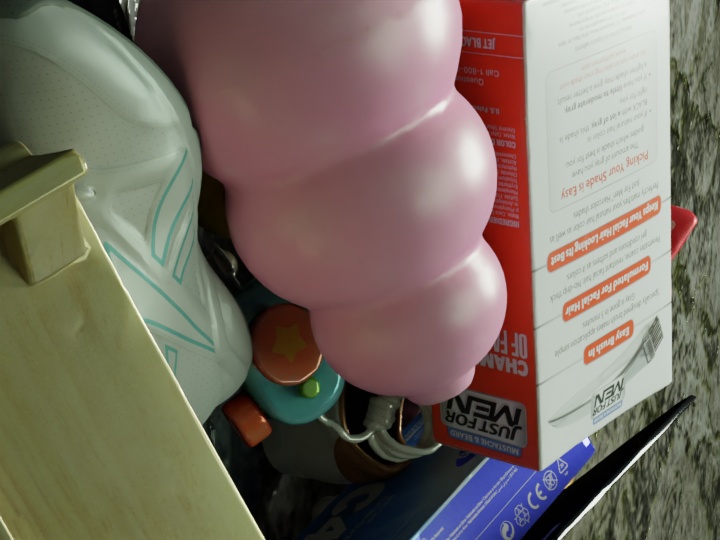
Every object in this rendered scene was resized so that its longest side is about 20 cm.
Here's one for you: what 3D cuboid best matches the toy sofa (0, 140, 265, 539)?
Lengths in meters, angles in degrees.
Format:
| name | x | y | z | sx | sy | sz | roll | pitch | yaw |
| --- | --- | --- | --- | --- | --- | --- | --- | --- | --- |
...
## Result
| name | x | y | z | sx | sy | sz | roll | pitch | yaw |
| --- | --- | --- | --- | --- | --- | --- | --- | --- | --- |
| toy sofa | -0.092 | 0.065 | 0.591 | 0.083 | 0.097 | 0.201 | -33 | 105 | -21 |

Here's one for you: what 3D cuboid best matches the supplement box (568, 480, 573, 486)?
| name | x | y | z | sx | sy | sz | roll | pitch | yaw |
| --- | --- | --- | --- | --- | --- | --- | --- | --- | --- |
| supplement box | 0.076 | 0.115 | 1.028 | 0.066 | 0.069 | 0.201 | 29 | 72 | -20 |

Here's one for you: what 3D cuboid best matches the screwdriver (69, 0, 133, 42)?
| name | x | y | z | sx | sy | sz | roll | pitch | yaw |
| --- | --- | --- | --- | --- | --- | --- | --- | --- | --- |
| screwdriver | -0.088 | -0.030 | 0.738 | 0.029 | 0.028 | 0.201 | -107 | -175 | -56 |

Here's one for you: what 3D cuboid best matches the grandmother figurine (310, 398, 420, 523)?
| name | x | y | z | sx | sy | sz | roll | pitch | yaw |
| --- | --- | --- | --- | --- | --- | --- | --- | --- | --- |
| grandmother figurine | 0.023 | 0.079 | 0.972 | 0.122 | 0.060 | 0.201 | 71 | 29 | -44 |

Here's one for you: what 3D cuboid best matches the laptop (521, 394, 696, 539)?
| name | x | y | z | sx | sy | sz | roll | pitch | yaw |
| --- | --- | --- | --- | --- | --- | --- | --- | --- | --- |
| laptop | 0.097 | 0.181 | 0.899 | 0.177 | 0.103 | 0.202 | -31 | 116 | -54 |

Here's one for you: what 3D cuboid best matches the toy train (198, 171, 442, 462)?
| name | x | y | z | sx | sy | sz | roll | pitch | yaw |
| --- | --- | --- | --- | --- | --- | --- | --- | --- | --- |
| toy train | -0.003 | -0.019 | 0.790 | 0.056 | 0.149 | 0.202 | 180 | -85 | -76 |

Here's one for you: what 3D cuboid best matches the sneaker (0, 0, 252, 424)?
| name | x | y | z | sx | sy | sz | roll | pitch | yaw |
| --- | --- | --- | --- | --- | --- | --- | --- | --- | --- |
| sneaker | -0.094 | -0.006 | 0.667 | 0.080 | 0.070 | 0.201 | -55 | 140 | -40 |

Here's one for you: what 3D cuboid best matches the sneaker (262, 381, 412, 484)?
| name | x | y | z | sx | sy | sz | roll | pitch | yaw |
| --- | --- | --- | --- | --- | --- | --- | --- | --- | --- |
| sneaker | 0.000 | 0.000 | 0.861 | 0.073 | 0.084 | 0.202 | -12 | 103 | -47 |

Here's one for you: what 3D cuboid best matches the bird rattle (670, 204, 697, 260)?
| name | x | y | z | sx | sy | sz | roll | pitch | yaw |
| --- | --- | --- | --- | --- | --- | --- | --- | --- | --- |
| bird rattle | 0.071 | -0.032 | 0.903 | 0.163 | 0.112 | 0.201 | -45 | 121 | -43 |

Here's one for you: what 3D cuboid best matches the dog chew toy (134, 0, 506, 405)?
| name | x | y | z | sx | sy | sz | roll | pitch | yaw |
| --- | --- | --- | --- | --- | --- | --- | --- | --- | --- |
| dog chew toy | -0.005 | -0.042 | 0.708 | 0.201 | 0.124 | 0.125 | 68 | 29 | -15 |

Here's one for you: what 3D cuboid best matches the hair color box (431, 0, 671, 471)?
| name | x | y | z | sx | sy | sz | roll | pitch | yaw |
| --- | --- | --- | --- | --- | --- | --- | --- | --- | --- |
| hair color box | 0.080 | -0.030 | 0.792 | 0.111 | 0.064 | 0.201 | -25 | 118 | -45 |

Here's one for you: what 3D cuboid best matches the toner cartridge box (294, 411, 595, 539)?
| name | x | y | z | sx | sy | sz | roll | pitch | yaw |
| --- | --- | --- | --- | --- | --- | --- | --- | --- | --- |
| toner cartridge box | 0.015 | 0.127 | 0.839 | 0.200 | 0.095 | 0.043 | -42 | 108 | -41 |
